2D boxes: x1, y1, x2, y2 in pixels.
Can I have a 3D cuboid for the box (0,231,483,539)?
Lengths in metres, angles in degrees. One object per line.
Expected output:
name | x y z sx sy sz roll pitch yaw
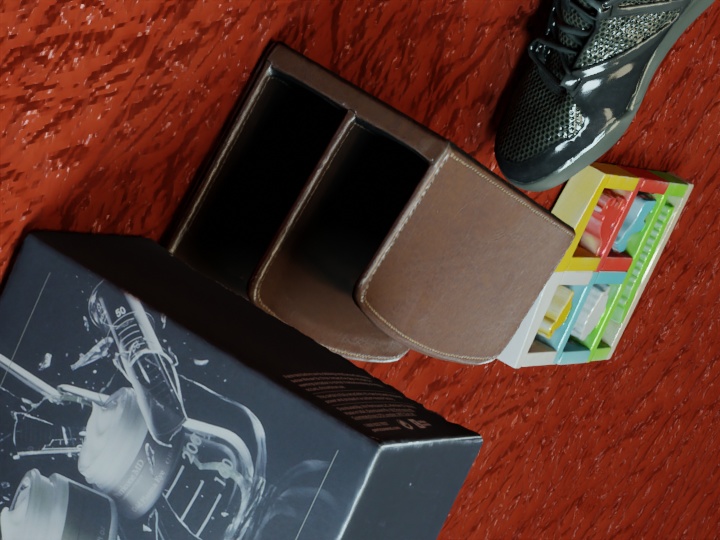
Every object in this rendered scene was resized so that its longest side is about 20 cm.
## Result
box | -0.082 0.114 1.012 0.104 0.181 0.201 3 113 -64

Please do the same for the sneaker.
sneaker | 0.115 -0.135 1.278 0.114 0.076 0.200 19 117 -44

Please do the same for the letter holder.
letter holder | 0.000 0.000 1.156 0.143 0.100 0.200 -59 157 2

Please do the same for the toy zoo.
toy zoo | 0.141 -0.003 1.535 0.200 0.020 0.132 2 115 -65
